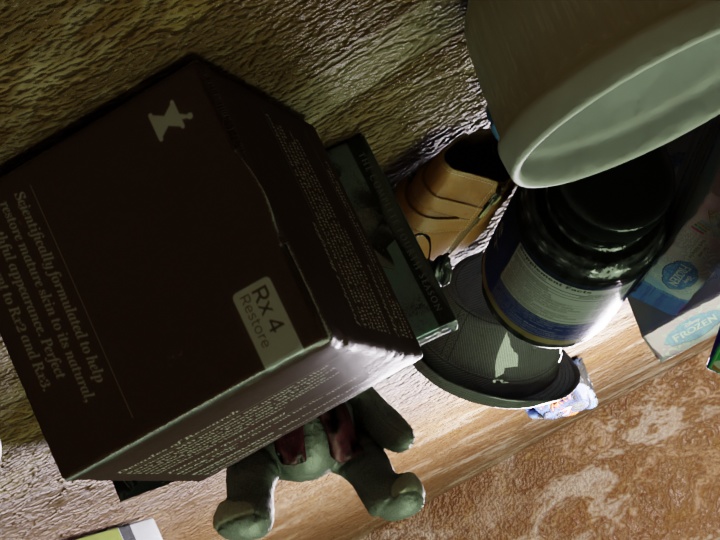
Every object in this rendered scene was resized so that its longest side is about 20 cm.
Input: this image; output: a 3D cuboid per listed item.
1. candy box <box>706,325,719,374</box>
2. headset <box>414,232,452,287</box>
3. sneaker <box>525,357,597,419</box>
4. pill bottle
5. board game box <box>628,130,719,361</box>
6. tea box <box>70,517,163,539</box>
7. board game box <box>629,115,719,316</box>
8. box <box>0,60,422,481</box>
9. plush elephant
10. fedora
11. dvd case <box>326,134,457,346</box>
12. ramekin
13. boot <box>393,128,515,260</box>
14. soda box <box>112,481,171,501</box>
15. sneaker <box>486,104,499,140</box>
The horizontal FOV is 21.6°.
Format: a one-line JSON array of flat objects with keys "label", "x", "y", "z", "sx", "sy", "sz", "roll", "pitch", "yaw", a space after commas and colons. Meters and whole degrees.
[{"label": "candy box", "x": 0.304, "y": -0.027, "z": 1.255, "sx": 0.200, "sy": 0.076, "sz": 0.170, "roll": 86, "pitch": 27, "yaw": -67}, {"label": "headset", "x": -0.032, "y": 0.020, "z": 1.264, "sx": 0.198, "sy": 0.124, "sz": 0.094, "roll": -12, "pitch": 146, "yaw": -17}, {"label": "sneaker", "x": 0.293, "y": 0.186, "z": 2.782, "sx": 0.078, "sy": 0.076, "sz": 0.200, "roll": -19, "pitch": 165, "yaw": -14}, {"label": "pill bottle", "x": 0.157, "y": -0.028, "z": 1.357, "sx": 0.111, "sy": 0.113, "sz": 0.200, "roll": -22, "pitch": 162, "yaw": -17}, {"label": "board game box", "x": 0.286, "y": -0.055, "z": 1.479, "sx": 0.199, "sy": 0.200, "sz": 0.043, "roll": -29, "pitch": 132, "yaw": 15}, {"label": "tea box", "x": -0.347, "y": 0.409, "z": 2.264, "sx": 0.199, "sy": 0.135, "sz": 0.196, "roll": -33, "pitch": 165, "yaw": 32}, {"label": "board game box", "x": 0.268, "y": -0.092, "z": 1.349, "sx": 0.199, "sy": 0.043, "sz": 0.201, "roll": 108, "pitch": 6, "yaw": -68}, {"label": "box", "x": -0.090, "y": 0.010, "z": 1.055, "sx": 0.163, "sy": 0.167, "sz": 0.200, "roll": -28, "pitch": 167, "yaw": 12}, {"label": "plush elephant", "x": -0.036, "y": 0.082, "z": 1.430, "sx": 0.163, "sy": 0.201, "sz": 0.156, "roll": -1, "pitch": 129, "yaw": -11}, {"label": "fedora", "x": 0.128, "y": 0.043, "z": 1.737, "sx": 0.199, "sy": 0.177, "sz": 0.091, "roll": -13, "pitch": 133, "yaw": -46}, {"label": "dvd case", "x": -0.057, "y": 0.015, "z": 1.197, "sx": 0.198, "sy": 0.147, "sz": 0.022, "roll": -23, "pitch": 159, "yaw": -7}, {"label": "ramekin", "x": 0.152, "y": -0.140, "z": 1.070, "sx": 0.199, "sy": 0.106, "sz": 0.200, "roll": -25, "pitch": 168, "yaw": -6}, {"label": "boot", "x": 0.030, "y": -0.026, "z": 1.347, "sx": 0.199, "sy": 0.077, "sz": 0.155, "roll": -20, "pitch": 163, "yaw": -37}, {"label": "soda box", "x": -0.168, "y": 0.138, "z": 1.673, "sx": 0.070, "sy": 0.064, "sz": 0.200, "roll": -17, "pitch": 164, "yaw": -31}, {"label": "sneaker", "x": 0.178, "y": -0.132, "z": 1.234, "sx": 0.198, "sy": 0.071, "sz": 0.083, "roll": -22, "pitch": 174, "yaw": -3}]
